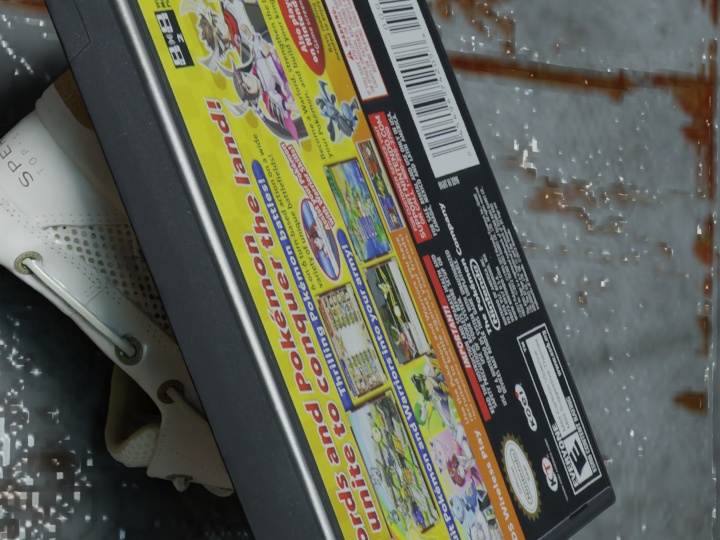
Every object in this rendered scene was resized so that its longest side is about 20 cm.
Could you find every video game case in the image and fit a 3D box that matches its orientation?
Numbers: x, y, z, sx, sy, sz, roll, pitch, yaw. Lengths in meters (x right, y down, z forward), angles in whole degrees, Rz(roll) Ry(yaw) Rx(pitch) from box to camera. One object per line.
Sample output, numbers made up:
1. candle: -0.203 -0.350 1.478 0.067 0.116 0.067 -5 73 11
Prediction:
1. video game case: 0.000 0.000 0.626 0.180 0.025 0.202 -21 90 -62

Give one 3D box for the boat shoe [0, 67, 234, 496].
1. boat shoe: -0.047 0.032 0.641 0.069 0.071 0.200 -39 117 -1
